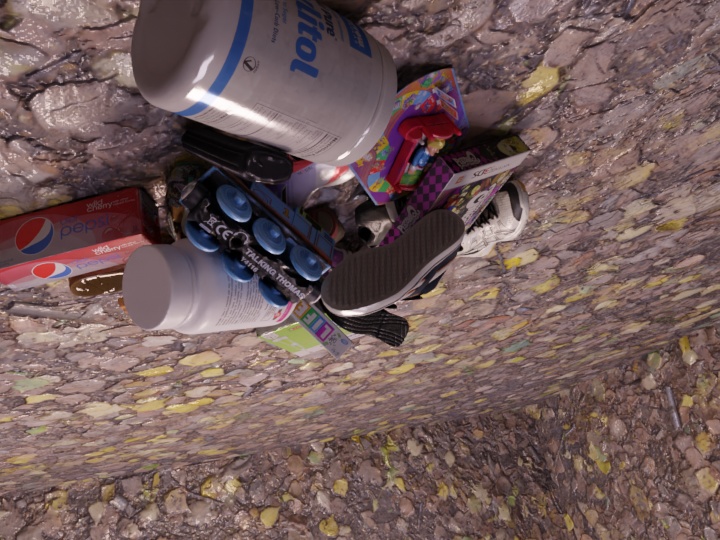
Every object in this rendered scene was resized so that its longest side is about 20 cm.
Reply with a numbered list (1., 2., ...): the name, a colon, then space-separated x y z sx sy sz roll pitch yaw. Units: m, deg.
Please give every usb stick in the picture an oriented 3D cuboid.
1. usb stick: -0.127 -0.116 0.639 0.055 0.033 0.200 3 -166 -32

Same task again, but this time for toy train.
1. toy train: -0.117 -0.043 0.750 0.086 0.115 0.200 -37 116 26

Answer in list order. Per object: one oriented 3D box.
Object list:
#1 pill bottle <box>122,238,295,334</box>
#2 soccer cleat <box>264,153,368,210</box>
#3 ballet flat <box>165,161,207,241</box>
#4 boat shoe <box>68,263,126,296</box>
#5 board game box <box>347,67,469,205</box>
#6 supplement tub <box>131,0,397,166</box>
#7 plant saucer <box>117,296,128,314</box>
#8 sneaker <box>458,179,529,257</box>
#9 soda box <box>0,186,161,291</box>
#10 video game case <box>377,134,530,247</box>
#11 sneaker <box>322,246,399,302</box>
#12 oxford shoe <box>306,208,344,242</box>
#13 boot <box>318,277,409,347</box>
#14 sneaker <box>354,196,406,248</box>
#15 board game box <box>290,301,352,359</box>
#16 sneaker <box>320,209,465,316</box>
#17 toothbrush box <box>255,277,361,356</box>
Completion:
1. pill bottle: -0.178 0.018 0.795 0.113 0.114 0.199 -29 164 33
2. soccer cleat: -0.081 -0.116 0.794 0.199 0.069 0.073 -28 137 30
3. ballet flat: -0.216 -0.058 0.832 0.071 0.073 0.201 -8 157 -14
4. boat shoe: -0.301 -0.014 0.894 0.198 0.065 0.072 -9 151 -35
5. board game box: 0.072 -0.139 0.767 0.158 0.039 0.200 -41 155 2
6. supplement tub: -0.077 -0.175 0.555 0.131 0.133 0.199 -31 153 36
7. plant saucer: -0.269 0.048 1.000 0.198 0.038 0.200 -7 179 0
8. sneaker: 0.192 -0.071 1.031 0.087 0.076 0.200 -5 155 -22
9. soda box: -0.350 -0.038 0.795 0.198 0.071 0.064 -15 157 2
10. video game case: 0.119 -0.087 0.875 0.180 0.036 0.200 -22 155 -43
11. sneaker: 0.000 0.001 1.019 0.199 0.073 0.114 3 165 40
12. oxford shoe: -0.114 -0.026 0.968 0.198 0.071 0.075 -18 164 15
13. boot: -0.024 0.061 1.044 0.199 0.068 0.130 34 170 -39
14. sneaker: 0.045 -0.063 0.987 0.090 0.067 0.200 -14 157 15
15. board game box: -0.089 0.057 0.990 0.034 0.134 0.200 -46 -167 -5
16. sneaker: 0.043 0.007 0.783 0.199 0.079 0.080 -29 152 -18
17. toothbrush box: -0.096 0.086 1.216 0.144 0.087 0.200 -20 156 12
